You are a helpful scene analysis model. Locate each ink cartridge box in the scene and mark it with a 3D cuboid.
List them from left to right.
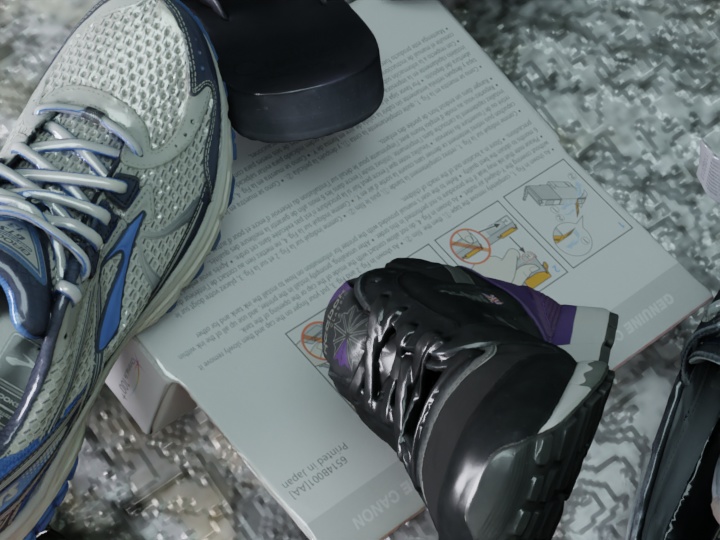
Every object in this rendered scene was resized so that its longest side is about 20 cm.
[{"bbox_3d":[0.000,0.000,0.769,0.199,0.045,0.176,-31,73,-33],"label":"ink cartridge box"}]

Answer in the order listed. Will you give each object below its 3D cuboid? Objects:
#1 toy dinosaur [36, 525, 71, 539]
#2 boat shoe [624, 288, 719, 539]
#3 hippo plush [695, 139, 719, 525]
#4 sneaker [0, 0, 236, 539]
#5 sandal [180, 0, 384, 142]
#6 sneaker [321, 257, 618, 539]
[{"bbox_3d":[-0.167,0.046,0.780,0.199,0.102,0.136,-37,60,7],"label":"toy dinosaur"},{"bbox_3d":[0.146,0.035,0.762,0.071,0.068,0.201,22,85,40],"label":"boat shoe"},{"bbox_3d":[0.210,0.035,0.704,0.160,0.160,0.201,0,47,-46],"label":"hippo plush"},{"bbox_3d":[-0.097,-0.002,0.667,0.077,0.085,0.201,18,77,10],"label":"sneaker"},{"bbox_3d":[-0.041,-0.106,0.786,0.076,0.043,0.200,-19,30,-16],"label":"sandal"},{"bbox_3d":[0.023,0.040,0.636,0.087,0.200,0.076,23,99,4],"label":"sneaker"}]
